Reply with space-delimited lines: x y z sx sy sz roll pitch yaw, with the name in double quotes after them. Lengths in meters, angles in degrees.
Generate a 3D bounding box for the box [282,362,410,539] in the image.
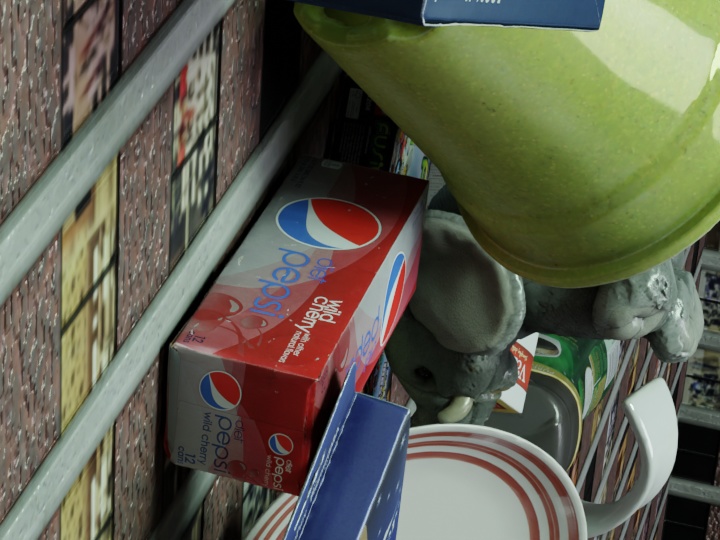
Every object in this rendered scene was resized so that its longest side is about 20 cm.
-0.013 0.138 1.221 0.200 0.032 0.121 92 17 -60 "box"

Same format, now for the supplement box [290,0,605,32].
0.016 -0.199 1.015 0.200 0.134 0.201 -10 112 -66 "supplement box"

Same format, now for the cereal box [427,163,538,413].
0.070 -0.033 1.574 0.144 0.039 0.201 35 62 -55 "cereal box"

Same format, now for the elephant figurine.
0.065 0.010 1.405 0.142 0.199 0.156 51 27 -56 "elephant figurine"

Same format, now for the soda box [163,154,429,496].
-0.026 0.021 1.248 0.200 0.070 0.064 -59 160 -58 "soda box"

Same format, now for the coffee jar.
0.111 0.082 1.872 0.200 0.104 0.086 -49 146 -66 "coffee jar"

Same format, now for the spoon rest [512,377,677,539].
0.088 0.122 1.438 0.099 0.200 0.061 -27 88 -51 "spoon rest"

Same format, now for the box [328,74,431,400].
0.000 0.000 1.436 0.110 0.035 0.201 -8 109 -78 "box"

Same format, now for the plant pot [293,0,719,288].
0.070 -0.120 1.246 0.184 0.200 0.201 33 65 -42 "plant pot"

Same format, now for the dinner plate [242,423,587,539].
0.020 0.156 1.381 0.024 0.199 0.201 -120 -152 -53 "dinner plate"
